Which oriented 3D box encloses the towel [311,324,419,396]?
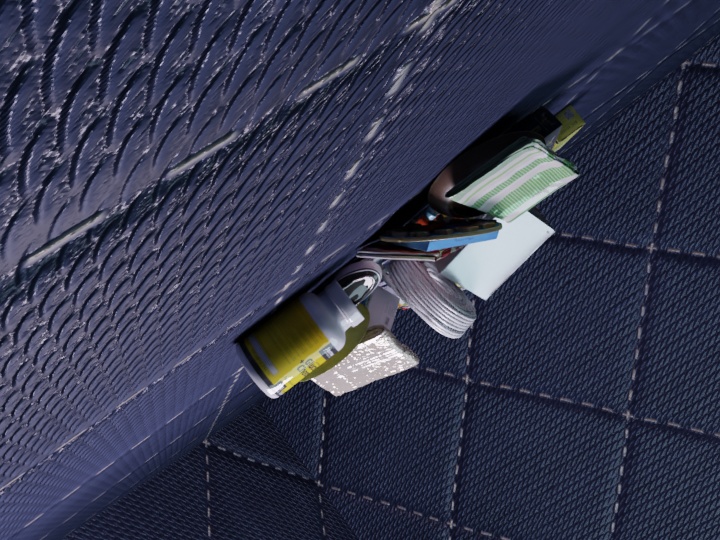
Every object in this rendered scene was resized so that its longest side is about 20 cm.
[{"bbox_3d":[-0.005,0.167,1.579,0.199,0.035,0.132,-23,138,24],"label":"towel"}]

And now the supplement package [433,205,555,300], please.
[{"bbox_3d":[0.246,-0.068,1.682,0.155,0.111,0.200,27,113,-40],"label":"supplement package"}]

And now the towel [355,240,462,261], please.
[{"bbox_3d":[0.093,-0.046,1.443,0.143,0.023,0.200,2,-168,23],"label":"towel"}]

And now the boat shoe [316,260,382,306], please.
[{"bbox_3d":[-0.042,0.059,1.494,0.199,0.074,0.068,-32,-144,18],"label":"boat shoe"}]

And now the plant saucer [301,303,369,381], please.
[{"bbox_3d":[-0.075,0.118,1.556,0.199,0.031,0.200,-27,-152,16],"label":"plant saucer"}]

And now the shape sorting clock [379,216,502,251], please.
[{"bbox_3d":[0.129,-0.066,1.382,0.199,0.040,0.200,-4,-169,1],"label":"shape sorting clock"}]

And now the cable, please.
[{"bbox_3d":[0.137,0.040,1.644,0.069,0.200,0.200,-47,168,14],"label":"cable"}]

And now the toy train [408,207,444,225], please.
[{"bbox_3d":[0.178,-0.121,1.571,0.200,0.056,0.150,-40,175,29],"label":"toy train"}]

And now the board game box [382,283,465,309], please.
[{"bbox_3d":[0.144,0.037,1.863,0.199,0.035,0.126,-20,162,30],"label":"board game box"}]

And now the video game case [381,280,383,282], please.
[{"bbox_3d":[0.051,0.021,1.825,0.200,0.019,0.142,-27,172,42],"label":"video game case"}]

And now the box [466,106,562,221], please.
[{"bbox_3d":[0.250,-0.167,1.450,0.157,0.051,0.200,-36,162,-15],"label":"box"}]

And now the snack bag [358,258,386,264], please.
[{"bbox_3d":[0.000,0.000,1.625,0.200,0.021,0.188,-36,175,22],"label":"snack bag"}]

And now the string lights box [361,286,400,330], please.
[{"bbox_3d":[-0.005,0.129,1.648,0.200,0.059,0.103,-50,-166,44],"label":"string lights box"}]

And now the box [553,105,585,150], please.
[{"bbox_3d":[0.383,-0.264,1.747,0.075,0.050,0.200,-37,174,-11],"label":"box"}]

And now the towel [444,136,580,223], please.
[{"bbox_3d":[0.234,-0.131,1.285,0.152,0.023,0.200,-35,155,25],"label":"towel"}]

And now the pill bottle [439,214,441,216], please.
[{"bbox_3d":[0.178,-0.054,1.862,0.112,0.112,0.200,-33,174,-44],"label":"pill bottle"}]

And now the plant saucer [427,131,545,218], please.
[{"bbox_3d":[0.198,-0.137,1.308,0.199,0.032,0.200,-20,156,-9],"label":"plant saucer"}]

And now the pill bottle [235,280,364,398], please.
[{"bbox_3d":[-0.096,0.107,1.398,0.200,0.112,0.112,-37,175,-2],"label":"pill bottle"}]
